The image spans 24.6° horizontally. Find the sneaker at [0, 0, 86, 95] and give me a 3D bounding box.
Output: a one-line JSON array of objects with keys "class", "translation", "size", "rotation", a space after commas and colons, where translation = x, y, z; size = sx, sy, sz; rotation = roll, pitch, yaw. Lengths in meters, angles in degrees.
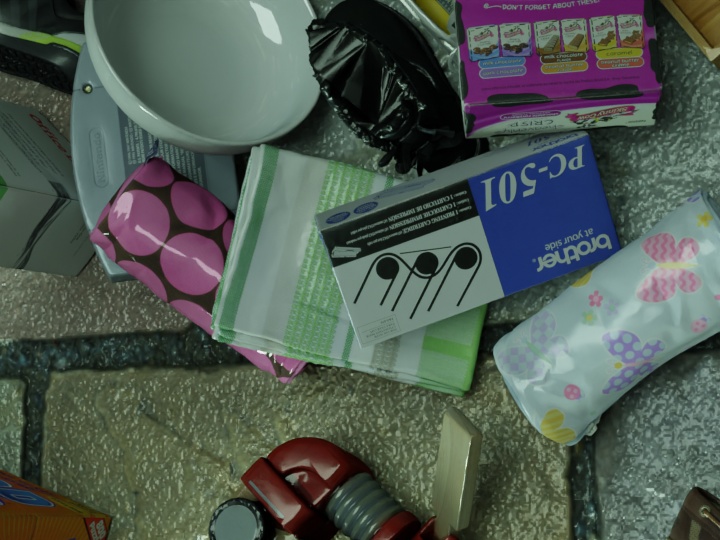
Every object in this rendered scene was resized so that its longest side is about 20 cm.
[{"class": "sneaker", "translation": [-0.284, -0.216, 1.450], "size": [0.199, 0.072, 0.083], "rotation": [25, 71, 28]}]

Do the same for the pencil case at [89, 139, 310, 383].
[{"class": "pencil case", "translation": [-0.105, -0.004, 1.268], "size": [0.200, 0.094, 0.091], "rotation": [39, 124, 0]}]

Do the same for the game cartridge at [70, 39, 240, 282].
[{"class": "game cartridge", "translation": [-0.168, -0.094, 1.343], "size": [0.132, 0.042, 0.202], "rotation": [-8, 77, 1]}]

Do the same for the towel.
[{"class": "towel", "translation": [0.000, 0.000, 1.214], "size": [0.198, 0.031, 0.151], "rotation": [14, 86, -3]}]

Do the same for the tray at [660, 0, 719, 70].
[{"class": "tray", "translation": [0.296, -0.244, 1.150], "size": [0.200, 0.037, 0.099], "rotation": [-42, 66, 16]}]

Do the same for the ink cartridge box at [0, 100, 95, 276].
[{"class": "ink cartridge box", "translation": [-0.312, -0.076, 1.356], "size": [0.146, 0.199, 0.084], "rotation": [46, 106, 26]}]

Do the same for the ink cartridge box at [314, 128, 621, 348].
[{"class": "ink cartridge box", "translation": [0.076, -0.026, 1.165], "size": [0.198, 0.044, 0.095], "rotation": [-20, 110, 0]}]

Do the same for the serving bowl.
[{"class": "serving bowl", "translation": [-0.128, -0.174, 1.296], "size": [0.066, 0.198, 0.202], "rotation": [-40, 62, 53]}]

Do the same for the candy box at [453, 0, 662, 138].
[{"class": "candy box", "translation": [0.130, -0.198, 1.147], "size": [0.135, 0.061, 0.202], "rotation": [-4, 71, 3]}]

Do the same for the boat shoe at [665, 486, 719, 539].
[{"class": "boat shoe", "translation": [0.290, 0.201, 1.069], "size": [0.199, 0.072, 0.073], "rotation": [25, 96, 35]}]

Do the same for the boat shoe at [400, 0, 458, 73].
[{"class": "boat shoe", "translation": [0.089, -0.182, 1.221], "size": [0.075, 0.086, 0.202], "rotation": [-48, 64, 13]}]

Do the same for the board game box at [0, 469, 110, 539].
[{"class": "board game box", "translation": [-0.360, 0.261, 1.329], "size": [0.199, 0.199, 0.202], "rotation": [17, 90, 29]}]

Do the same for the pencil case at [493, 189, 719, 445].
[{"class": "pencil case", "translation": [0.188, 0.035, 1.139], "size": [0.200, 0.083, 0.091], "rotation": [-39, 72, 18]}]

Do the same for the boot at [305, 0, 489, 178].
[{"class": "boot", "translation": [0.008, -0.147, 1.216], "size": [0.073, 0.162, 0.199], "rotation": [-43, 66, 14]}]

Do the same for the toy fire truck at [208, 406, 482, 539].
[{"class": "toy fire truck", "translation": [0.007, 0.175, 1.203], "size": [0.200, 0.129, 0.176], "rotation": [-47, 64, 1]}]
